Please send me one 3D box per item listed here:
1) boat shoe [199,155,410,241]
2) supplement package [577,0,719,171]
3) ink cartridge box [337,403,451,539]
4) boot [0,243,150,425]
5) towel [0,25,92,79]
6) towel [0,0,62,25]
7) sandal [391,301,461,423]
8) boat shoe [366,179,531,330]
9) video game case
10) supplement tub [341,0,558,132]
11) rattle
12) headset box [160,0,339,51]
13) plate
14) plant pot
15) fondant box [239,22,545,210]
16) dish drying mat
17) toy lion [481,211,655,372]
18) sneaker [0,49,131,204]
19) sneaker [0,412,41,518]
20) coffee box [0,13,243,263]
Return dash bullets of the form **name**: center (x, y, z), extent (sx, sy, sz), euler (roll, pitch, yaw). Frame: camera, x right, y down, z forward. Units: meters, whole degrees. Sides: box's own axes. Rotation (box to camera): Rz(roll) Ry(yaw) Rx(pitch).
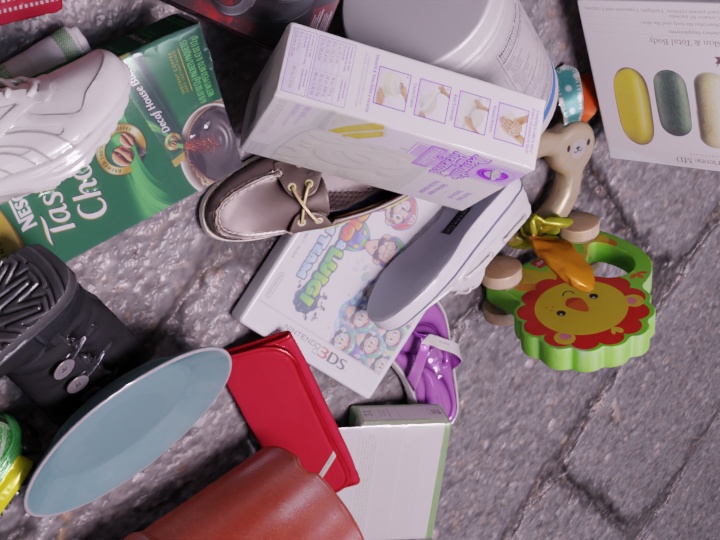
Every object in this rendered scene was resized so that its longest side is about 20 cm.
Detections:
- **boat shoe**: center (-0.037, -0.068, 0.872), extent (0.199, 0.059, 0.072), euler (-17, 112, -22)
- **supplement package**: center (0.334, -0.229, 1.050), extent (0.151, 0.151, 0.201), euler (-53, 138, -30)
- **ink cartridge box**: center (-0.012, 0.213, 1.071), extent (0.198, 0.048, 0.147), euler (1, 113, -16)
- **boot**: center (-0.247, 0.072, 0.737), extent (0.164, 0.066, 0.200), euler (-32, 165, -8)
- **towel**: center (-0.254, -0.063, 0.732), extent (0.200, 0.031, 0.150), euler (-37, 129, -18)
- **towel**: center (-0.263, -0.244, 0.629), extent (0.144, 0.022, 0.201), euler (-25, 128, -33)
- **sandal**: center (0.077, 0.098, 1.087), extent (0.082, 0.050, 0.203), euler (-39, 132, -21)
- **boat shoe**: center (0.091, -0.009, 0.968), extent (0.200, 0.073, 0.065), euler (-45, 123, -10)
- **video game case**: center (0.000, 0.000, 0.970), extent (0.182, 0.024, 0.201), euler (35, 86, -38)
- **supplement tub**: center (0.081, -0.181, 0.859), extent (0.132, 0.132, 0.200), euler (-59, 150, -1)
- **rattle**: center (0.222, -0.102, 1.055), extent (0.130, 0.143, 0.200), euler (38, 91, -27)
- **headset box**: center (-0.083, -0.249, 0.747), extent (0.199, 0.077, 0.150), euler (17, 100, -44)
- **plate**: center (-0.190, 0.124, 0.835), extent (0.200, 0.026, 0.200), euler (-39, 162, -15)
- **plant pot**: center (-0.110, 0.272, 0.920), extent (0.195, 0.200, 0.202), euler (-37, 132, -29)
- **fondant box**: center (0.019, -0.110, 0.788), extent (0.199, 0.144, 0.059), euler (13, 78, -14)
- **dish drying mat**: center (-0.065, 0.144, 0.973), extent (0.076, 0.018, 0.201), euler (-17, 125, 7)
- **toy lion**: center (0.235, 0.028, 1.090), extent (0.199, 0.191, 0.069), euler (-29, 128, -28)
- **sneaker**: center (-0.229, -0.085, 0.614), extent (0.200, 0.078, 0.100), euler (-40, 123, -18)
- **sneaker**: center (-0.329, 0.188, 0.767), extent (0.085, 0.078, 0.201), euler (38, 75, -39)
- **coffee box**: center (-0.187, -0.084, 0.723), extent (0.199, 0.044, 0.124), euler (-30, 127, -23)
